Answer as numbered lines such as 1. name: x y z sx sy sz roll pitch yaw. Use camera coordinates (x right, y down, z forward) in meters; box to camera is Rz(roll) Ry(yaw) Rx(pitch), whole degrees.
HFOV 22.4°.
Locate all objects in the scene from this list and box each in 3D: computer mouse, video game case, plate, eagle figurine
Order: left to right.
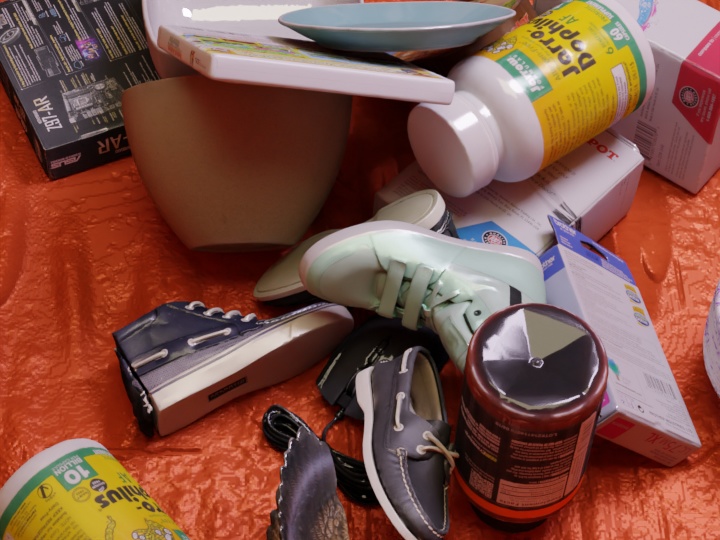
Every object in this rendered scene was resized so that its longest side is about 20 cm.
1. video game case: -0.048 -0.166 1.463 0.199 0.023 0.182 5 13 -20
2. eagle figurine: -0.013 0.230 1.332 0.200 0.152 0.151 46 30 8
3. computer mouse: 0.028 0.099 1.494 0.140 0.046 0.200 37 59 25
4. plate: 0.030 -0.203 1.521 0.199 0.026 0.200 -1 14 0

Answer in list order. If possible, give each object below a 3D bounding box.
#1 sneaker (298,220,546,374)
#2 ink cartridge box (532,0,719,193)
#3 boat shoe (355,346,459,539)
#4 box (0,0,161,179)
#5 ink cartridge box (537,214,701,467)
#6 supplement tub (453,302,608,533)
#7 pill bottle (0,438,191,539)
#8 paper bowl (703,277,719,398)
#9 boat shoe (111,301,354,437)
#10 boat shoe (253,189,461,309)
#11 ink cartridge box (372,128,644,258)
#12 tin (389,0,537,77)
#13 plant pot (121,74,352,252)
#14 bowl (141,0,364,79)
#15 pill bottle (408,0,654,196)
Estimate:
1. sneaker: 0.052 0.026 1.427 0.199 0.074 0.118 4 37 -5
2. ink cartridge box: 0.256 -0.185 1.663 0.200 0.148 0.086 34 57 21
3. boat shoe: 0.043 0.131 1.377 0.060 0.074 0.200 -33 29 14
4. box: -0.254 -0.190 1.713 0.160 0.044 0.200 -20 55 -17
5. ink cartridge box: 0.203 0.057 1.497 0.119 0.042 0.201 25 39 -42
6. supplement tub: 0.124 0.121 1.383 0.106 0.200 0.107 1 54 -2
7. pill bottle: -0.176 0.227 1.344 0.113 0.113 0.200 -34 60 -25
8. paper bowl: 0.382 0.068 1.496 0.199 0.105 0.201 1 51 -1
9. boat shoe: -0.110 0.053 1.505 0.199 0.075 0.093 -24 64 -19
10. boat shoe: 0.001 -0.002 1.531 0.199 0.066 0.075 -26 29 26
11. ink cartridge box: 0.129 -0.060 1.598 0.146 0.086 0.200 36 57 23
12. tin: 0.082 -0.209 1.670 0.112 0.042 0.200 -50 23 -26
13. plant pot: -0.104 -0.086 1.565 0.199 0.200 0.135 -1 85 -3
14. bowl: -0.098 -0.218 1.656 0.198 0.075 0.200 -3 37 -6
15. pill bottle: 0.141 -0.144 1.530 0.200 0.113 0.113 -31 59 -24
